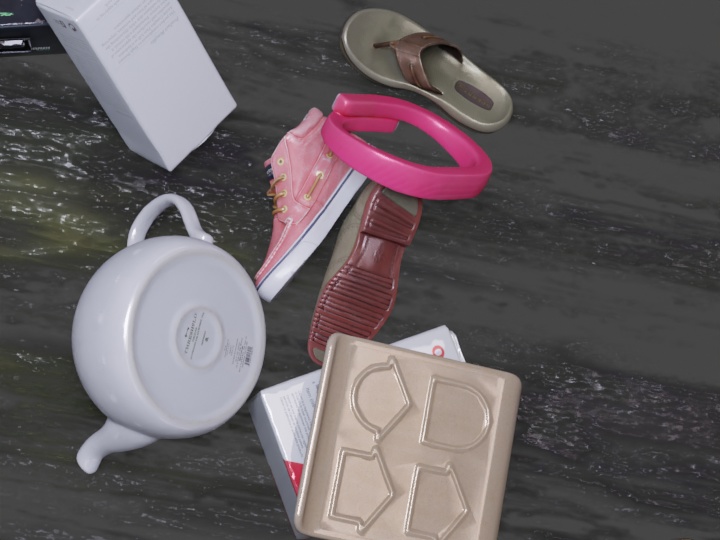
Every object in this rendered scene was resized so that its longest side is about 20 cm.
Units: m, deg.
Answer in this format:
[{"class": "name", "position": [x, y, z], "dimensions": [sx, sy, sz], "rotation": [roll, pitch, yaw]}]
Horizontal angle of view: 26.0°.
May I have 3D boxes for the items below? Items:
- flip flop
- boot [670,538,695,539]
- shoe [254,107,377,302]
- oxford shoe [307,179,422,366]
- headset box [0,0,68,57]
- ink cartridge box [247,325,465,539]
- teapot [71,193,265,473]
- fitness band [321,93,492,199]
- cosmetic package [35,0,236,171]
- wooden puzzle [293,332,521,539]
[{"class": "flip flop", "position": [0.073, -0.210, 1.607], "dimensions": [0.200, 0.058, 0.081], "rotation": [32, 72, -6]}, {"class": "boot", "position": [0.388, 0.340, 1.544], "dimensions": [0.200, 0.097, 0.075], "rotation": [39, 72, -3]}, {"class": "shoe", "position": [-0.067, -0.067, 1.537], "dimensions": [0.091, 0.071, 0.200], "rotation": [36, 67, -3]}, {"class": "oxford shoe", "position": [0.000, 0.000, 1.542], "dimensions": [0.070, 0.075, 0.200], "rotation": [26, 92, -20]}, {"class": "headset box", "position": [-0.347, -0.300, 1.503], "dimensions": [0.174, 0.093, 0.200], "rotation": [-4, 80, -14]}, {"class": "ink cartridge box", "position": [0.012, 0.155, 1.497], "dimensions": [0.200, 0.084, 0.145], "rotation": [-18, 83, -16]}, {"class": "teapot", "position": [-0.194, 0.057, 1.442], "dimensions": [0.200, 0.146, 0.198], "rotation": [-38, 115, -39]}, {"class": "fitness band", "position": [0.046, -0.119, 1.534], "dimensions": [0.144, 0.037, 0.200], "rotation": [42, 26, 26]}, {"class": "cosmetic package", "position": [-0.207, -0.201, 1.469], "dimensions": [0.074, 0.200, 0.102], "rotation": [28, 65, 40]}, {"class": "wooden puzzle", "position": [0.042, 0.168, 1.438], "dimensions": [0.200, 0.046, 0.186], "rotation": [15, 76, -16]}]
